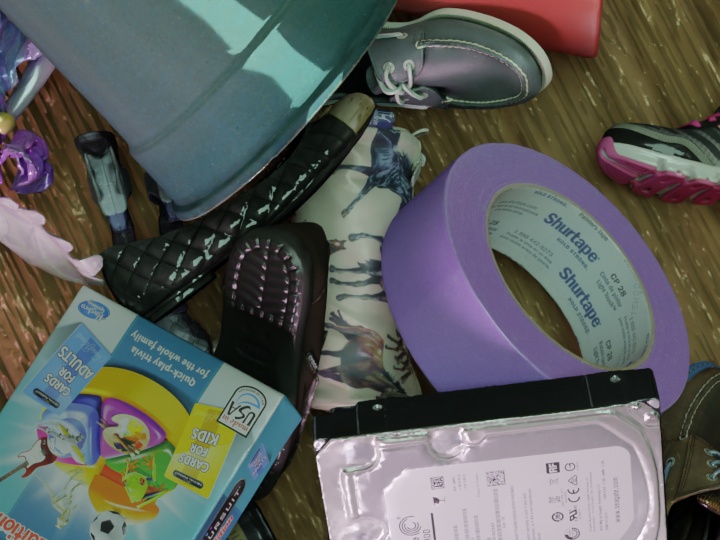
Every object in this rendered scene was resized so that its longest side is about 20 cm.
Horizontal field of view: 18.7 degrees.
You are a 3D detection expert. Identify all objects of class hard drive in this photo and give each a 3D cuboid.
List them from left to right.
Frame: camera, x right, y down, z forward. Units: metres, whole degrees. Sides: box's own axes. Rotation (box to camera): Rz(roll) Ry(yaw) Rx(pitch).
[{"bbox_3d":[0.078,0.132,1.283,0.199,0.038,0.140,-6,123,3],"label":"hard drive"}]

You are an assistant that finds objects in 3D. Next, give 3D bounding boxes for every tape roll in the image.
[{"bbox_3d":[0.110,0.020,1.356,0.200,0.066,0.200,27,40,-26],"label":"tape roll"}]

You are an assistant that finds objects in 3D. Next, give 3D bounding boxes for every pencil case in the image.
[{"bbox_3d":[0.000,0.000,1.401,0.089,0.078,0.201,-2,82,8],"label":"pencil case"}]

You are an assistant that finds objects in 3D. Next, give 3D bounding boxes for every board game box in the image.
[{"bbox_3d":[-0.152,0.130,1.287,0.151,0.047,0.200,27,76,22],"label":"board game box"}]

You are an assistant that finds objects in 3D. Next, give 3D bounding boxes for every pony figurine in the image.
[{"bbox_3d":[-0.248,-0.071,1.343,0.166,0.193,0.200,29,78,-41],"label":"pony figurine"}]

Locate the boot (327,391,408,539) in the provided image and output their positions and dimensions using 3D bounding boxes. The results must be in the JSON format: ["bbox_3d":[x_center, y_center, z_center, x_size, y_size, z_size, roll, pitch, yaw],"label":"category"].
[{"bbox_3d":[0.073,0.161,1.358,0.200,0.070,0.147,17,112,-6],"label":"boot"}]

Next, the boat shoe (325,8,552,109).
[{"bbox_3d":[0.025,-0.122,1.381,0.200,0.073,0.062,9,46,32],"label":"boat shoe"}]

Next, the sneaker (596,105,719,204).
[{"bbox_3d":[0.251,-0.091,1.446,0.199,0.074,0.088,3,82,-11],"label":"sneaker"}]

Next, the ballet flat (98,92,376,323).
[{"bbox_3d":[-0.072,-0.046,1.337,0.200,0.066,0.057,-40,90,-7],"label":"ballet flat"}]

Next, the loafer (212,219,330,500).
[{"bbox_3d":[-0.050,0.055,1.344,0.073,0.200,0.071,30,35,20],"label":"loafer"}]

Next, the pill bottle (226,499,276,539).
[{"bbox_3d":[-0.133,0.229,1.337,0.200,0.112,0.112,-25,85,-9],"label":"pill bottle"}]

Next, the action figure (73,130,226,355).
[{"bbox_3d":[-0.130,0.009,1.392,0.130,0.069,0.201,-12,87,-15],"label":"action figure"}]

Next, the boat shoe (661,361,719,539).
[{"bbox_3d":[0.206,0.146,1.383,0.072,0.072,0.200,48,59,-38],"label":"boat shoe"}]

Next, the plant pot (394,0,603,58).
[{"bbox_3d":[0.074,-0.239,1.396,0.177,0.200,0.201,5,81,6],"label":"plant pot"}]

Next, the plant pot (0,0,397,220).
[{"bbox_3d":[-0.112,-0.167,1.275,0.196,0.200,0.200,41,80,-15],"label":"plant pot"}]
